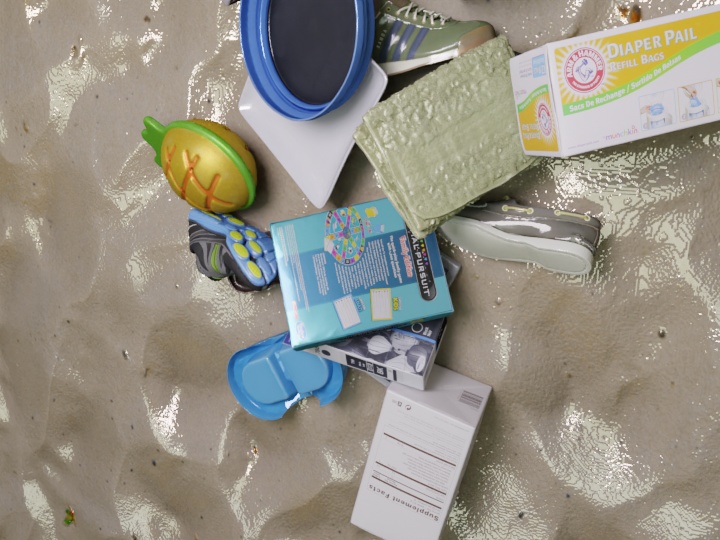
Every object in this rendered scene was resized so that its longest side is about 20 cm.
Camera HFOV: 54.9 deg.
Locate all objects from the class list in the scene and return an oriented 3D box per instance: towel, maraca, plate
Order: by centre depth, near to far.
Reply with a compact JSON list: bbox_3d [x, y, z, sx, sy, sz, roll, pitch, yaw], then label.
[{"bbox_3d":[0.103,-0.145,0.746,0.198,0.036,0.150,-32,97,-1],"label":"towel"},{"bbox_3d":[-0.059,-0.215,0.845,0.200,0.032,0.202,50,132,21],"label":"plate"},{"bbox_3d":[-0.217,-0.143,0.922,0.197,0.107,0.139,21,143,30],"label":"maraca"}]

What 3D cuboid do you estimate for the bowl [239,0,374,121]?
[{"bbox_3d":[-0.062,-0.274,0.779,0.198,0.039,0.206,15,112,41],"label":"bowl"}]

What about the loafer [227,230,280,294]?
[{"bbox_3d":[-0.110,-0.021,0.931,0.197,0.071,0.074,-25,95,25],"label":"loafer"}]

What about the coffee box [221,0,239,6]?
[{"bbox_3d":[-0.136,-0.424,0.785,0.113,0.080,0.200,47,142,3],"label":"coffee box"}]

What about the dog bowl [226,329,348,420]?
[{"bbox_3d":[-0.098,0.138,0.971,0.197,0.050,0.113,-22,100,32],"label":"dog bowl"}]

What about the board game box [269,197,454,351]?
[{"bbox_3d":[0.000,0.000,0.841,0.195,0.047,0.155,-12,80,-1],"label":"board game box"}]

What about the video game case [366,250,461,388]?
[{"bbox_3d":[0.027,0.039,0.923,0.142,0.018,0.203,32,113,10],"label":"video game case"}]

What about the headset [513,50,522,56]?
[{"bbox_3d":[0.123,-0.164,0.788,0.198,0.094,0.125,-33,91,14],"label":"headset"}]

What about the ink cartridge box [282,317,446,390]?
[{"bbox_3d":[0.004,0.073,0.878,0.195,0.101,0.040,14,147,17],"label":"ink cartridge box"}]

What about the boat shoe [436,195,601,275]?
[{"bbox_3d":[0.181,-0.050,0.815,0.198,0.072,0.061,16,69,29],"label":"boat shoe"}]

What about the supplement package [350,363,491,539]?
[{"bbox_3d":[0.079,0.239,0.900,0.117,0.121,0.205,20,111,15],"label":"supplement package"}]

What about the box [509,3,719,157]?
[{"bbox_3d":[0.260,-0.183,0.678,0.195,0.113,0.104,-13,101,-2],"label":"box"}]

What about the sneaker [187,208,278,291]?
[{"bbox_3d":[-0.170,-0.019,0.916,0.198,0.070,0.085,31,116,44],"label":"sneaker"}]

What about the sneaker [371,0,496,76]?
[{"bbox_3d":[0.054,-0.278,0.797,0.196,0.067,0.092,-7,106,27],"label":"sneaker"}]
